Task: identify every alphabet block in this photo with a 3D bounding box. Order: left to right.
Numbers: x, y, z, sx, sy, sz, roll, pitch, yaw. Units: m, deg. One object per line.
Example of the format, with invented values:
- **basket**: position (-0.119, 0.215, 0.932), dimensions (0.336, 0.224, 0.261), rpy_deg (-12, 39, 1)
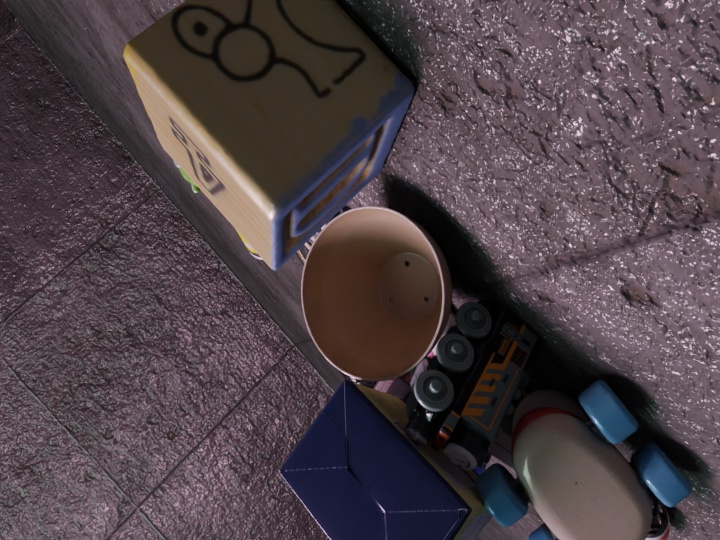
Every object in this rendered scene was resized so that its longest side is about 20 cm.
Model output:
- **alphabet block**: position (-0.088, -0.155, 0.576), dimensions (0.201, 0.195, 0.197), rpy_deg (46, 162, 4)

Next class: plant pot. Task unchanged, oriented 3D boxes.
- **plant pot**: position (0.038, 0.027, 0.720), dimensions (0.199, 0.204, 0.133), rpy_deg (40, -161, 22)

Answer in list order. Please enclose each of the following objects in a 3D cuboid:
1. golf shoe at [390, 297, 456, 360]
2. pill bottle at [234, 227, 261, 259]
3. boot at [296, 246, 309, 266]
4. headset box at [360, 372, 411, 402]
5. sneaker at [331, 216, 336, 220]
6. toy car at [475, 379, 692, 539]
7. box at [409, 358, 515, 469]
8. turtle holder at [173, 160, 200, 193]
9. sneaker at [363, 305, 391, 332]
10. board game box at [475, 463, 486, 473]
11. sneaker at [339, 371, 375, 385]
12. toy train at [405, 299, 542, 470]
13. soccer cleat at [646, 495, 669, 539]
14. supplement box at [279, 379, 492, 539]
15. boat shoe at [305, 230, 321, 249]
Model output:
- **golf shoe**: position (0.090, 0.063, 0.817), dimensions (0.199, 0.072, 0.093), rpy_deg (43, 164, 18)
- **pill bottle**: position (-0.208, -0.124, 1.104), dimensions (0.113, 0.114, 0.202), rpy_deg (36, 161, 32)
- **boot**: position (-0.051, -0.003, 1.053), dimensions (0.201, 0.077, 0.138), rpy_deg (49, 159, -6)
- **headset box**: position (0.070, 0.249, 0.848), dimensions (0.197, 0.151, 0.077), rpy_deg (35, -171, 10)
- **sneaker**: position (0.000, 0.000, 0.905), dimensions (0.203, 0.079, 0.073), rpy_deg (57, 163, -23)
- **toy car**: position (0.247, 0.219, 0.675), dimensions (0.178, 0.184, 0.200), rpy_deg (47, -167, -3)
- **box**: position (0.162, 0.201, 0.811), dimensions (0.196, 0.042, 0.156), rpy_deg (32, -171, -2)
- **turtle holder**: position (-0.265, -0.246, 0.981), dimensions (0.135, 0.191, 0.133), rpy_deg (7, 152, 14)
- **sneaker**: position (0.009, 0.081, 0.886), dimensions (0.107, 0.074, 0.201), rpy_deg (61, 164, 17)
- **board game box**: position (0.147, 0.297, 0.979), dimensions (0.154, 0.100, 0.200), rpy_deg (13, 168, 16)
- **sneaker**: position (0.011, 0.220, 1.082), dimensions (0.087, 0.077, 0.198), rpy_deg (37, 174, -38)
- **toy train**: position (0.132, 0.127, 0.649), dimensions (0.112, 0.202, 0.086), rpy_deg (30, 148, 13)
- **soccer cleat**: position (0.322, 0.300, 0.766), dimensions (0.198, 0.069, 0.074), rpy_deg (28, 160, 45)
- **supplement box**: position (0.045, 0.263, 0.678), dimensions (0.199, 0.136, 0.199), rpy_deg (40, -178, 31)
- **boat shoe**: position (-0.039, -0.012, 0.968), dimensions (0.204, 0.059, 0.073), rpy_deg (54, -172, -26)
